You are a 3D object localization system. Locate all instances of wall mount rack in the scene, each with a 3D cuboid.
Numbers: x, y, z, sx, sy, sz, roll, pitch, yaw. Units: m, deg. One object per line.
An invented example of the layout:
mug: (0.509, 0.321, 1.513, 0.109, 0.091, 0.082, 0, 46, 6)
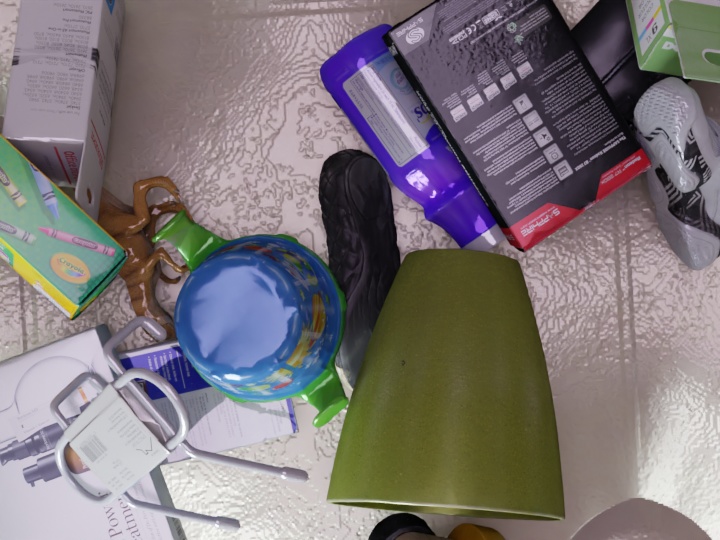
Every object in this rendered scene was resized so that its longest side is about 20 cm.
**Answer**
wall mount rack: (-0.143, 0.131, 1.293, 0.174, 0.200, 0.075, 49, 51, -1)

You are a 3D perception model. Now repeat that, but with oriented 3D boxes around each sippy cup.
sippy cup: (-0.085, 0.037, 1.331, 0.177, 0.130, 0.140, 13, 90, 6)

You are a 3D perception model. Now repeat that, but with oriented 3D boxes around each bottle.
bottle: (0.050, -0.101, 1.392, 0.065, 0.083, 0.200, -35, 89, 34)

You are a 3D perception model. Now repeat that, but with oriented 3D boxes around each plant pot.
plant pot: (0.072, 0.089, 1.360, 0.186, 0.187, 0.201, 4, 80, 1)

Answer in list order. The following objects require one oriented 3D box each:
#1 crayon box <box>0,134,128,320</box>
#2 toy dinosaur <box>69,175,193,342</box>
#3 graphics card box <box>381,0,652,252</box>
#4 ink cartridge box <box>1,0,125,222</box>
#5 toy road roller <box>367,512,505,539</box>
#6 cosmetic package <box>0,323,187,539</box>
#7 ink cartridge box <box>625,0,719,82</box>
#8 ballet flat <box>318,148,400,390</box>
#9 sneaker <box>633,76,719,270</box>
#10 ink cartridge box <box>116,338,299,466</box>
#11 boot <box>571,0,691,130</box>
crayon box: (-0.272, -0.052, 1.322, 0.200, 0.119, 0.058, 43, 77, -5)
toy dinosaur: (-0.195, -0.039, 1.405, 0.106, 0.060, 0.200, -33, 81, -7)
graphics card box: (0.120, -0.132, 1.337, 0.125, 0.051, 0.200, -34, 98, -2)
ink cartridge box: (-0.234, -0.139, 1.357, 0.067, 0.116, 0.201, 5, 75, 0)
toy road roller: (0.073, 0.301, 1.378, 0.145, 0.123, 0.201, 14, 100, -21)
cosmetic package: (-0.242, 0.162, 1.383, 0.150, 0.052, 0.201, -21, 91, 4)
ink cartridge box: (0.266, -0.200, 1.334, 0.103, 0.059, 0.201, 7, 53, -16)
ballet flat: (0.000, 0.000, 1.420, 0.066, 0.057, 0.201, -4, 96, -26)
sneaker: (0.284, -0.094, 1.354, 0.115, 0.200, 0.075, -30, 49, -7)
ink cartridge box: (-0.155, 0.108, 1.422, 0.199, 0.039, 0.100, -12, 90, 3)
boot: (0.163, -0.174, 1.395, 0.162, 0.073, 0.198, -41, 96, 3)
